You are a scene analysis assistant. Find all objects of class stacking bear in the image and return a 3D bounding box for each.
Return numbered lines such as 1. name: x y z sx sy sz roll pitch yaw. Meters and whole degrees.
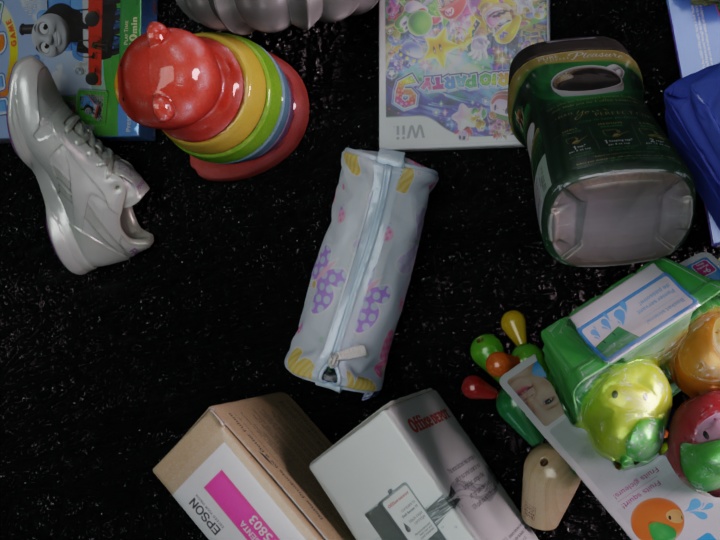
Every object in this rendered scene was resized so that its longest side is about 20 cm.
1. stacking bear: -0.125 -0.141 0.938 0.114 0.200 0.122 0 89 17

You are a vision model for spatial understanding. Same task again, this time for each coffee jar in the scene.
1. coffee jar: 0.166 -0.092 0.847 0.104 0.200 0.085 -5 129 1

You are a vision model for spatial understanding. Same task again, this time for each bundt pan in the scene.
1. bundt pan: -0.058 -0.241 0.934 0.201 0.202 0.076 0 117 17

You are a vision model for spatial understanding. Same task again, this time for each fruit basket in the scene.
1. fruit basket: 0.217 0.084 0.762 0.185 0.094 0.200 -31 43 -8

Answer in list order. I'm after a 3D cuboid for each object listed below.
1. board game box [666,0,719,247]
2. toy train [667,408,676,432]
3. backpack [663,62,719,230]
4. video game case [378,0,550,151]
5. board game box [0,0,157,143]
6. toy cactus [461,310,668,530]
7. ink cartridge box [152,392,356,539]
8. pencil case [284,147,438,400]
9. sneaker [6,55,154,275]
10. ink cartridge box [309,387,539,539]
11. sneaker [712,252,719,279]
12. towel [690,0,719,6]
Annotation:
1. board game box: 0.314 -0.128 0.881 0.134 0.045 0.200 -10 86 17
2. toy train: 0.276 0.084 0.891 0.046 0.034 0.200 41 101 -5
3. backpack: 0.322 -0.096 0.761 0.200 0.168 0.163 -26 72 8
4. video game case: 0.085 -0.201 0.969 0.143 0.018 0.200 -1 89 17
5. board game box: -0.282 -0.193 1.074 0.200 0.037 0.152 1 90 18
6. toy cactus: 0.153 0.127 0.898 0.200 0.102 0.165 23 116 29
7. ink cartridge box: -0.047 0.196 0.927 0.075 0.165 0.200 -45 77 12
8. pencil case: 0.000 0.000 0.955 0.083 0.091 0.200 17 93 17
9. sneaker: -0.240 -0.096 1.023 0.099 0.075 0.200 -11 117 10
10. ink cartridge box: 0.065 0.199 0.902 0.083 0.147 0.200 -37 78 14
11. sneaker: 0.332 0.052 0.814 0.200 0.093 0.070 45 101 5
12. towel: 0.325 -0.258 0.850 0.200 0.037 0.149 0 56 19
